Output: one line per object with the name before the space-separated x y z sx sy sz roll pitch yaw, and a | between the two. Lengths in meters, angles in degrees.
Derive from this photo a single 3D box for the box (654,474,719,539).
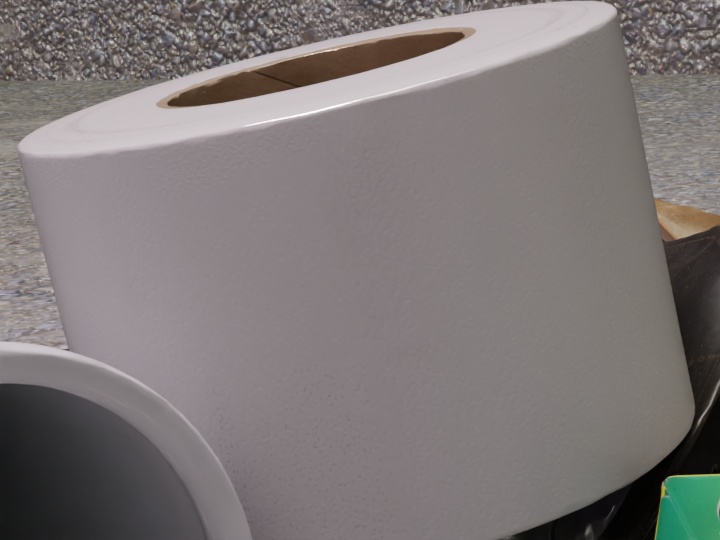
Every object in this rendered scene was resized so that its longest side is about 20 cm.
box | 0.197 0.102 0.642 0.199 0.049 0.117 16 -13 -26

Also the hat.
hat | 0.104 0.084 0.825 0.081 0.201 0.201 37 0 -16

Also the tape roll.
tape roll | 0.000 0.000 0.721 0.202 0.140 0.203 -12 12 3

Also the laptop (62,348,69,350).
laptop | -0.080 0.066 0.948 0.186 0.201 0.116 -2 44 8

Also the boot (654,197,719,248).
boot | 0.149 0.007 0.900 0.075 0.074 0.200 -23 37 -34

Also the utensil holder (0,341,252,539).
utensil holder | -0.153 0.097 0.659 0.169 0.171 0.200 -10 10 -35
